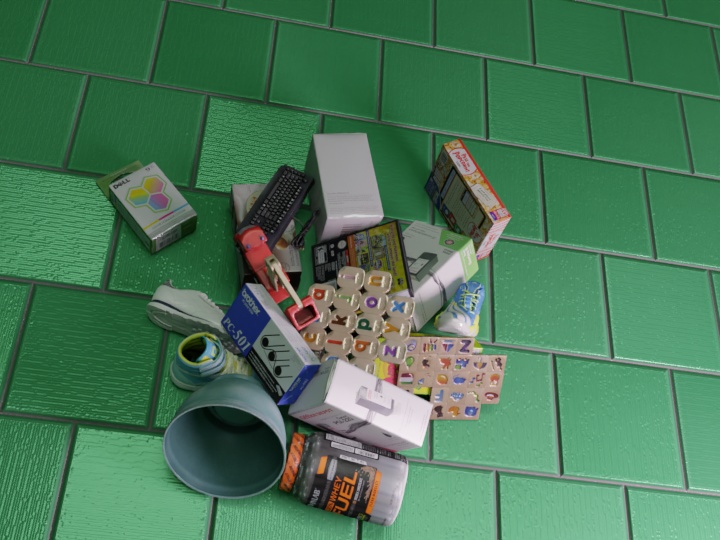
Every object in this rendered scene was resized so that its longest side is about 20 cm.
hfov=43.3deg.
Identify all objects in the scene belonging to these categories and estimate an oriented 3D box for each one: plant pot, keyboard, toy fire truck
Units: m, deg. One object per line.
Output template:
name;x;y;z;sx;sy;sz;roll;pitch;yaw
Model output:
plant pot;-0.214;0.256;1.503;0.199;0.201;0.135;14;32;-4
keyboard;-0.139;-0.109;1.720;0.126;0.021;0.201;28;57;1
toy fire truck;-0.151;0.009;1.591;0.049;0.141;0.201;-30;94;-16

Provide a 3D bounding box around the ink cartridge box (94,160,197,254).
ink cartridge box;-0.414;-0.139;1.744;0.104;0.059;0.200;-33;72;-26

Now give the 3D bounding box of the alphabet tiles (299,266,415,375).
alphabet tiles;-0.007;0.093;1.592;0.194;0.015;0.202;7;73;12

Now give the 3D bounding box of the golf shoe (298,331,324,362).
golf shoe;-0.096;0.168;1.626;0.077;0.088;0.201;-6;64;-18

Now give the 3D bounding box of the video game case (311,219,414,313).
video game case;0.000;0.000;1.692;0.179;0.026;0.201;-17;42;8

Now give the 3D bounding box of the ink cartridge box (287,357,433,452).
ink cartridge box;-0.002;0.234;1.538;0.199;0.145;0.085;29;62;-20

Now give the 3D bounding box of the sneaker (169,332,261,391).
sneaker;-0.229;0.166;1.570;0.198;0.131;0.080;6;58;-10

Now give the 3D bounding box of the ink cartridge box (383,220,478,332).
ink cartridge box;0.106;0.008;1.731;0.145;0.084;0.200;21;51;39

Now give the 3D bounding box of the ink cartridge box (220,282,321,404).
ink cartridge box;-0.156;0.123;1.545;0.044;0.094;0.200;6;36;-50

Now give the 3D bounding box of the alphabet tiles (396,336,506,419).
alphabet tiles;0.163;0.196;1.639;0.198;0.169;0.008;2;22;-12

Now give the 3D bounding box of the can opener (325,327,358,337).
can opener;0.013;0.123;1.680;0.199;0.063;0.079;27;58;-6

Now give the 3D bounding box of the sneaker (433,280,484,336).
sneaker;0.184;0.066;1.665;0.075;0.200;0.106;12;87;12

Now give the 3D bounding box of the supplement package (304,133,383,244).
supplement package;-0.036;-0.160;1.809;0.116;0.117;0.201;-4;62;-14

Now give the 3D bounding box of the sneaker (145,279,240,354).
sneaker;-0.285;0.082;1.644;0.199;0.077;0.081;26;49;1

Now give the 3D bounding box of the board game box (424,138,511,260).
board game box;0.212;-0.139;1.833;0.046;0.152;0.201;-20;68;-22

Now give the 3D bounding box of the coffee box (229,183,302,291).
coffee box;-0.184;-0.063;1.740;0.113;0.080;0.201;-3;61;-15

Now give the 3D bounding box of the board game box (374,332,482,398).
board game box;0.113;0.170;1.652;0.198;0.102;0.048;6;18;-14

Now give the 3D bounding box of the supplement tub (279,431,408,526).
supplement tub;-0.029;0.344;1.518;0.198;0.123;0.123;16;58;-3
